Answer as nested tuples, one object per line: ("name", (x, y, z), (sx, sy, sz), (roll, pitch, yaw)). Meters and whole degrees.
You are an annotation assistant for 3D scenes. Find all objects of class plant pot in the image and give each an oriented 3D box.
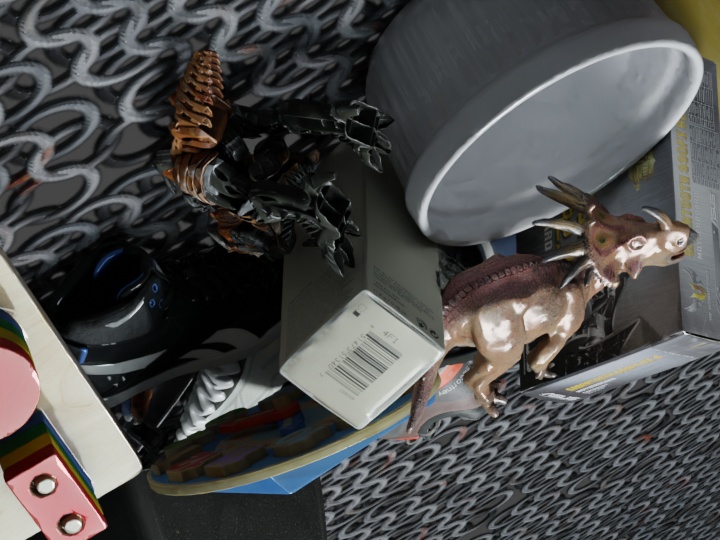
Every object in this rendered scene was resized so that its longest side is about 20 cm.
("plant pot", (-0.137, 0.257, 1.644), (0.200, 0.178, 0.199), (-8, 164, -47))

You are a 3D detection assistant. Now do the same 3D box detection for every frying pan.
("frying pan", (-0.162, 0.122, 1.459), (0.115, 0.031, 0.190), (-51, -176, 15))

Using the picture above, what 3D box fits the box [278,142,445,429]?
("box", (0.000, 0.000, 1.281), (0.068, 0.200, 0.082), (37, 116, -21))

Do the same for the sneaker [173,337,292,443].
("sneaker", (-0.082, 0.089, 1.502), (0.081, 0.075, 0.200), (22, 146, -5))

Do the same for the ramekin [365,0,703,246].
("ramekin", (0.098, -0.115, 1.273), (0.200, 0.105, 0.200), (-26, 159, -11))

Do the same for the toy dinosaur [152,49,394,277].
("toy dinosaur", (-0.064, -0.057, 1.202), (0.136, 0.102, 0.200), (10, 175, 17))

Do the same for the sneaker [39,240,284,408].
("sneaker", (-0.112, 0.013, 1.332), (0.200, 0.073, 0.112), (-29, 151, -20))

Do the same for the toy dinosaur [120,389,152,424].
("toy dinosaur", (-0.224, 0.100, 1.369), (0.181, 0.105, 0.200), (-46, 150, -16))

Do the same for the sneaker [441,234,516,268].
("sneaker", (0.082, 0.021, 1.607), (0.082, 0.070, 0.200), (-24, 163, -31))

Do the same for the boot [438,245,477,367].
("boot", (-0.006, 0.026, 1.478), (0.211, 0.080, 0.158), (-21, 153, 30))

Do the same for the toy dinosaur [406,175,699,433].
("toy dinosaur", (0.095, 0.014, 1.275), (0.200, 0.086, 0.136), (-29, 160, -25))

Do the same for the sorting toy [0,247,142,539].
("sorting toy", (-0.254, 0.113, 1.242), (0.200, 0.070, 0.199), (-29, 127, -2))

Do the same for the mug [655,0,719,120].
("mug", (0.271, -0.127, 1.407), (0.149, 0.153, 0.187), (-35, 158, 15))

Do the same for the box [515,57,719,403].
("box", (0.170, -0.027, 1.379), (0.048, 0.200, 0.158), (14, 156, -33))

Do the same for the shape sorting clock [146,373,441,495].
("shape sorting clock", (-0.044, 0.098, 1.345), (0.200, 0.039, 0.200), (-22, -169, 5))

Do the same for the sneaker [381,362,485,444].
("sneaker", (0.018, 0.108, 1.612), (0.200, 0.082, 0.077), (-15, -148, 48))
